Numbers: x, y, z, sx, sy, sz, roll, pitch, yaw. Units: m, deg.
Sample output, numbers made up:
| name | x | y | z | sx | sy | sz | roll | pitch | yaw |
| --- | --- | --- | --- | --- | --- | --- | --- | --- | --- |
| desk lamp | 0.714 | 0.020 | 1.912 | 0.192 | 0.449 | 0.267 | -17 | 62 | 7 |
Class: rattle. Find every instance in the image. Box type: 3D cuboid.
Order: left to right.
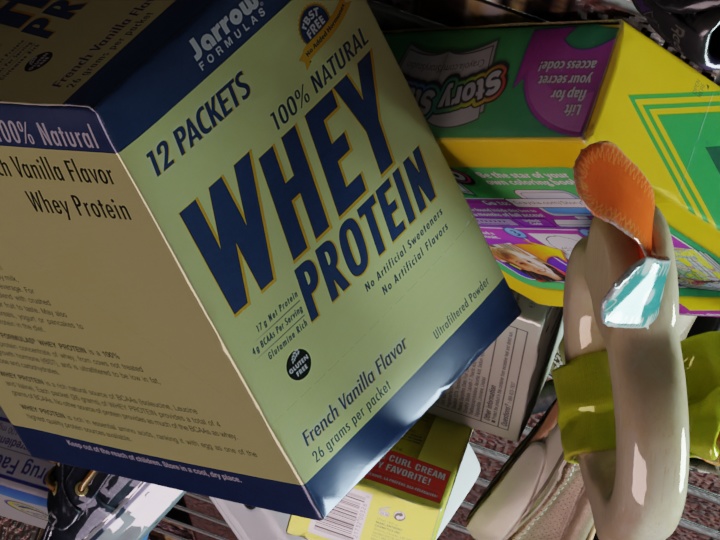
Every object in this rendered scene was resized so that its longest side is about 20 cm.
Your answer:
| name | x | y | z | sx | sy | sz | roll | pitch | yaw |
| --- | --- | --- | --- | --- | --- | --- | --- | --- | --- |
| rattle | 0.145 | 0.023 | 1.134 | 0.143 | 0.130 | 0.200 | 8 | 138 | 3 |

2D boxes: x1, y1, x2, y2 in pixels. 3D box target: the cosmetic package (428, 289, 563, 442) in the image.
| name | x | y | z | sx | sy | sz | roll | pitch | yaw |
| --- | --- | --- | --- | --- | --- | --- | --- | --- | --- |
| cosmetic package | 0.000 | 0.000 | 1.426 | 0.200 | 0.073 | 0.104 | 20 | 142 | 8 |

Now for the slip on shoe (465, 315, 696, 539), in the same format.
| name | x | y | z | sx | sy | sz | roll | pitch | yaw |
| --- | --- | --- | --- | --- | --- | --- | --- | --- | --- |
| slip on shoe | 0.123 | 0.070 | 1.398 | 0.061 | 0.200 | 0.076 | 35 | -151 | 3 |

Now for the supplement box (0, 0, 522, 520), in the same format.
| name | x | y | z | sx | sy | sz | roll | pitch | yaw |
| --- | --- | --- | --- | --- | --- | --- | --- | --- | --- |
| supplement box | -0.079 | -0.029 | 1.186 | 0.200 | 0.134 | 0.200 | 6 | 133 | 48 |

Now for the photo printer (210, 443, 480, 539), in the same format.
| name | x | y | z | sx | sy | sz | roll | pitch | yaw |
| --- | --- | --- | --- | --- | --- | --- | --- | --- | --- |
| photo printer | -0.032 | 0.071 | 1.544 | 0.069 | 0.166 | 0.200 | -28 | 100 | 31 |

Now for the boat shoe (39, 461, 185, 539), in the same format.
| name | x | y | z | sx | sy | sz | roll | pitch | yaw |
| --- | --- | --- | --- | --- | --- | --- | --- | --- | --- |
| boat shoe | -0.130 | 0.091 | 1.464 | 0.091 | 0.200 | 0.071 | 45 | -151 | 2 |

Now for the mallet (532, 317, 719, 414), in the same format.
| name | x | y | z | sx | sy | sz | roll | pitch | yaw |
| --- | --- | --- | --- | --- | --- | --- | --- | --- | --- |
| mallet | 0.138 | 0.055 | 1.481 | 0.066 | 0.041 | 0.200 | 22 | 152 | -28 |

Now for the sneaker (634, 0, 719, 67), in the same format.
| name | x | y | z | sx | sy | sz | roll | pitch | yaw |
| --- | --- | --- | --- | --- | --- | --- | --- | --- | --- |
| sneaker | 0.088 | -0.108 | 0.839 | 0.200 | 0.088 | 0.076 | 15 | 168 | 24 |

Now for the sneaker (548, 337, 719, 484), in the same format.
| name | x | y | z | sx | sy | sz | roll | pitch | yaw |
| --- | --- | --- | --- | --- | --- | --- | --- | --- | --- |
| sneaker | 0.141 | 0.072 | 1.537 | 0.200 | 0.089 | 0.077 | 14 | 165 | 39 |

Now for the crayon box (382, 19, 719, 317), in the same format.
| name | x | y | z | sx | sy | sz | roll | pitch | yaw |
| --- | --- | --- | --- | --- | --- | --- | --- | --- | --- |
| crayon box | 0.090 | -0.041 | 1.221 | 0.173 | 0.058 | 0.200 | 31 | 163 | -35 |

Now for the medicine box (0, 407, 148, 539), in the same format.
| name | x | y | z | sx | sy | sz | roll | pitch | yaw |
| --- | --- | --- | --- | --- | --- | --- | --- | --- | --- |
| medicine box | -0.181 | 0.030 | 1.607 | 0.182 | 0.200 | 0.103 | 14 | 166 | 27 |

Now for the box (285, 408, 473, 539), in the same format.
| name | x | y | z | sx | sy | sz | roll | pitch | yaw |
| --- | --- | --- | --- | --- | --- | --- | --- | --- | --- |
| box | 0.024 | 0.066 | 1.483 | 0.075 | 0.200 | 0.050 | 19 | 127 | 5 |
